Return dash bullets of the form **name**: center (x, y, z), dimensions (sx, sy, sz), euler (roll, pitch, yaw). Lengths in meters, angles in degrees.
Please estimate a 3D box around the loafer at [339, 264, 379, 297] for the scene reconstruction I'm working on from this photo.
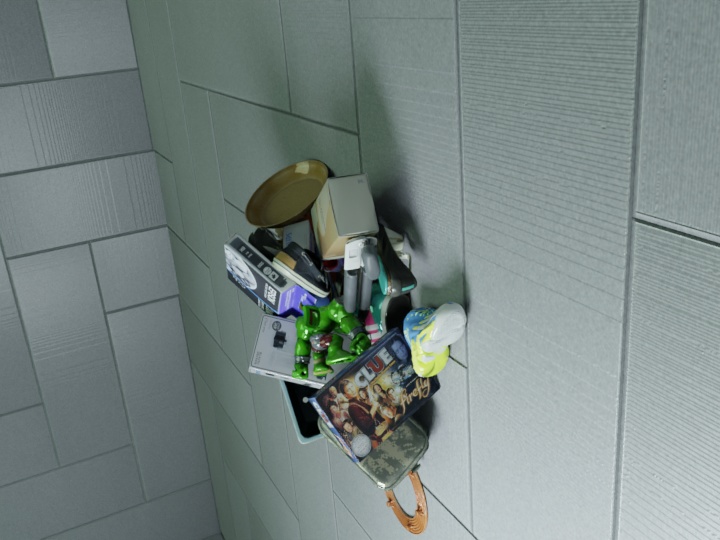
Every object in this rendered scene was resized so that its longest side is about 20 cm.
- **loafer**: center (0.000, 0.000, 1.436), dimensions (0.076, 0.067, 0.201), euler (52, 147, 42)

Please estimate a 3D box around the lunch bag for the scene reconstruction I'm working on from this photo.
- **lunch bag**: center (0.028, 0.304, 1.405), dimensions (0.200, 0.140, 0.168), euler (39, 170, 16)

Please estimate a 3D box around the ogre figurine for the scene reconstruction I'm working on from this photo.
- **ogre figurine**: center (-0.063, 0.123, 1.397), dimensions (0.200, 0.097, 0.121), euler (-42, 55, 57)

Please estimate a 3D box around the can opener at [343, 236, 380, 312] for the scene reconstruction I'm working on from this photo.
- **can opener**: center (0.001, 0.017, 1.265), dimensions (0.201, 0.053, 0.067), euler (94, 163, -52)

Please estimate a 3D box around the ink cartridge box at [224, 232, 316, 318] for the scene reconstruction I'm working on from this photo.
- **ink cartridge box**: center (-0.180, 0.035, 1.470), dimensions (0.200, 0.043, 0.198), euler (39, 160, 7)

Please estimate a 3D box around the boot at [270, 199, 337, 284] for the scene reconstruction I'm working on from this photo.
- **boot**: center (-0.093, -0.056, 1.603), dimensions (0.201, 0.107, 0.075), euler (54, -174, -19)

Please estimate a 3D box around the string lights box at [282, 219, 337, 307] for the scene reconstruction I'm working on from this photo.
- **string lights box**: center (-0.101, 0.011, 1.518), dimensions (0.103, 0.058, 0.201), euler (-96, -11, -51)

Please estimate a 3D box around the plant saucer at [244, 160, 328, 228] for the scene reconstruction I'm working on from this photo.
- **plant saucer**: center (-0.147, -0.150, 1.563), dimensions (0.200, 0.200, 0.036), euler (40, 167, 53)

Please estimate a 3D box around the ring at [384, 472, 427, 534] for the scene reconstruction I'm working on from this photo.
- **ring**: center (0.081, 0.457, 1.575), dimensions (0.200, 0.019, 0.202), euler (45, 143, 49)

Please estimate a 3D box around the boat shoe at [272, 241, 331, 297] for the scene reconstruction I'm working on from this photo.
- **boat shoe**: center (-0.094, -0.001, 1.365), dimensions (0.074, 0.062, 0.200), euler (32, 177, 25)

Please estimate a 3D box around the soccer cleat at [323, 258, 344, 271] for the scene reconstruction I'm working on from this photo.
- **soccer cleat**: center (-0.032, -0.078, 1.453), dimensions (0.067, 0.076, 0.201), euler (53, 149, 39)

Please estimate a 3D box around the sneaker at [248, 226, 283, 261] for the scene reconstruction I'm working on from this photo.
- **sneaker**: center (-0.191, -0.025, 1.528), dimensions (0.075, 0.084, 0.200), euler (50, -178, 17)

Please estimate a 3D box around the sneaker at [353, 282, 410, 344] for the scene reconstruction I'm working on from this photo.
- **sneaker**: center (0.029, 0.108, 1.410), dimensions (0.121, 0.083, 0.202), euler (38, 130, 48)

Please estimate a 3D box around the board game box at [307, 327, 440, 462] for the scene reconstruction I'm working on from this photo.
- **board game box**: center (0.026, 0.212, 1.291), dimensions (0.136, 0.200, 0.035), euler (54, 156, -5)

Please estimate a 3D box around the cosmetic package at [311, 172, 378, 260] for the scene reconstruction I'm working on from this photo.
- **cosmetic package**: center (-0.031, -0.088, 1.296), dimensions (0.200, 0.070, 0.106), euler (133, 126, -74)

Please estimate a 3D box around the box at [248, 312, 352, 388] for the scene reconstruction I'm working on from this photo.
- **box**: center (-0.114, 0.168, 1.500), dimensions (0.060, 0.198, 0.118), euler (118, 164, -71)

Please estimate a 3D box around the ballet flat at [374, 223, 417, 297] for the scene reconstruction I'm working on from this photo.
- **ballet flat**: center (0.048, -0.026, 1.303), dimensions (0.201, 0.068, 0.068), euler (-111, 21, -45)

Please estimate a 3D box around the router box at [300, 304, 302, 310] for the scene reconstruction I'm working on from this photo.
- **router box**: center (-0.102, 0.071, 1.722), dimensions (0.201, 0.052, 0.157), euler (70, 156, 13)

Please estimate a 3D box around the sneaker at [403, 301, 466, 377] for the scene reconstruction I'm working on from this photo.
- **sneaker**: center (0.109, 0.091, 1.236), dimensions (0.105, 0.075, 0.201), euler (62, 154, 30)

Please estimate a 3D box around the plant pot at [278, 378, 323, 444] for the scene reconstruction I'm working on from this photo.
- **plant pot**: center (-0.076, 0.255, 1.618), dimensions (0.200, 0.194, 0.198), euler (119, 132, -72)
